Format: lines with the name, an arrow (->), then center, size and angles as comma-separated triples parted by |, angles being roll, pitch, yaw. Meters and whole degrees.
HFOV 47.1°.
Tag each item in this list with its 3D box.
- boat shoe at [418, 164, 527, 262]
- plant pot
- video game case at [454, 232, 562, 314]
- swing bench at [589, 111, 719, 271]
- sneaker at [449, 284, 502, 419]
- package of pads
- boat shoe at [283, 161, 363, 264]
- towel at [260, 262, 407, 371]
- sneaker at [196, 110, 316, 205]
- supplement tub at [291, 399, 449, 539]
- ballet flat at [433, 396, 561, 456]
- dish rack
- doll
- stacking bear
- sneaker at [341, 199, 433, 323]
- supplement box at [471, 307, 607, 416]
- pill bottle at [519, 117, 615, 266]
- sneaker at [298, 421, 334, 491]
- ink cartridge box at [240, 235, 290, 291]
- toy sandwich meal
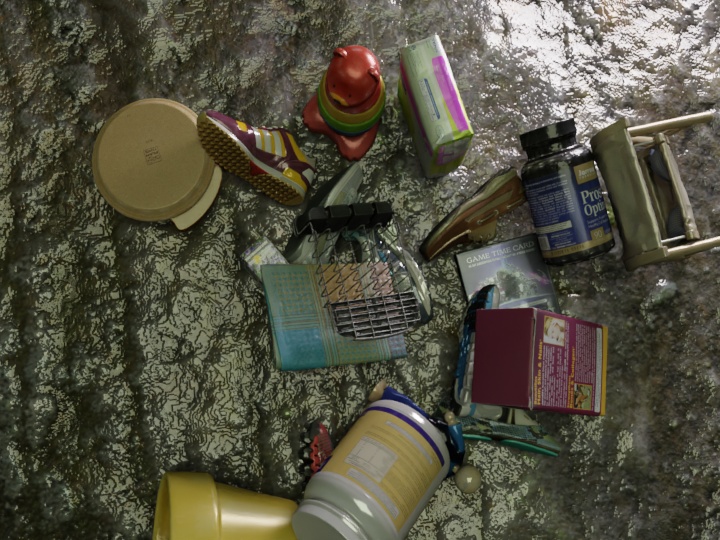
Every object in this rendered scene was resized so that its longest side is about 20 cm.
boat shoe -> 0.179, -0.076, 1.258 | 0.199, 0.076, 0.074 | -40, 90, -8
plant pot -> -0.179, 0.377, 1.113 | 0.184, 0.200, 0.206 | 5, 81, -19
video game case -> 0.236, 0.056, 1.271 | 0.139, 0.019, 0.205 | -14, 82, -7
swing bench -> 0.440, -0.114, 1.226 | 0.196, 0.129, 0.204 | -9, 81, -27
sneaker -> 0.189, 0.123, 1.212 | 0.085, 0.075, 0.205 | 17, 73, -13
package of pads -> 0.107, -0.229, 1.209 | 0.067, 0.200, 0.158 | -19, 84, 0
boat shoe -> -0.044, -0.077, 1.228 | 0.065, 0.074, 0.204 | 42, 53, -21
towel -> -0.037, 0.060, 1.139 | 0.195, 0.022, 0.150 | -2, 69, -26
sneaker -> -0.153, -0.185, 1.230 | 0.199, 0.074, 0.092 | 38, 56, -26
supplement tub -> 0.015, 0.289, 1.090 | 0.145, 0.146, 0.200 | 43, 53, 2
ballet flat -> 0.205, 0.225, 1.220 | 0.195, 0.074, 0.076 | 11, 81, -5
dish rack -> 0.000, 0.000, 1.140 | 0.150, 0.055, 0.205 | -7, 72, -25
doll -> 0.091, 0.249, 1.191 | 0.198, 0.048, 0.138 | 35, 120, 16
stacking bear -> -0.014, -0.259, 1.203 | 0.121, 0.200, 0.115 | 38, 81, 2
sneaker -> 0.040, 0.000, 1.242 | 0.085, 0.078, 0.203 | -30, 76, -2
supplement box -> 0.253, 0.131, 1.152 | 0.197, 0.102, 0.135 | 15, 77, -44
pill bottle -> 0.304, -0.117, 1.237 | 0.109, 0.112, 0.205 | -17, 95, -7
sneaker -> -0.034, 0.315, 1.187 | 0.095, 0.071, 0.206 | -9, 79, -13
ink cartridge box -> -0.092, 0.048, 1.199 | 0.050, 0.109, 0.201 | -40, 87, -9
toy sandwich meal -> -0.300, -0.158, 1.237 | 0.199, 0.070, 0.211 | 1, 79, -3
